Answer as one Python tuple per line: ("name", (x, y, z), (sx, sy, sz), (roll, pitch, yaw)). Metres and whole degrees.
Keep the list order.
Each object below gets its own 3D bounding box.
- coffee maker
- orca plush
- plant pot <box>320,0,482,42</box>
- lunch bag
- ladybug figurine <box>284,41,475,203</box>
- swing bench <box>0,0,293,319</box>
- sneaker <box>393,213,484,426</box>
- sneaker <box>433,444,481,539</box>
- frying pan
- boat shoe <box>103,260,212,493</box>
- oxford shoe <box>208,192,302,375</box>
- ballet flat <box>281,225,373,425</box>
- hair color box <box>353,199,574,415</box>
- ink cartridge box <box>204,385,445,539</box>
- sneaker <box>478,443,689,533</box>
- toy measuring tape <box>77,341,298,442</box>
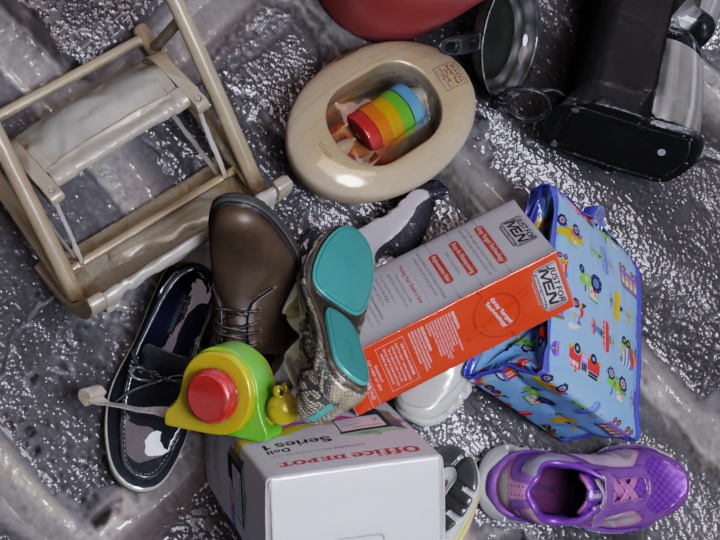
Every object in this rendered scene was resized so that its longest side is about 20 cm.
("coffee maker", (0.240, -0.211, 1.457), (0.191, 0.134, 0.202), (26, 65, -25))
("orca plush", (0.000, 0.000, 1.399), (0.104, 0.071, 0.200), (22, 60, 35))
("plant pot", (0.044, -0.298, 1.397), (0.198, 0.177, 0.203), (4, 75, -15))
("lunch bag", (0.189, 0.030, 1.400), (0.150, 0.093, 0.202), (34, 62, -39))
("ladybug figurine", (0.016, -0.127, 1.406), (0.199, 0.072, 0.136), (-30, 79, -25))
("swing bench", (-0.197, -0.090, 1.311), (0.198, 0.130, 0.202), (-32, 95, -21))
("sneaker", (0.080, 0.039, 1.384), (0.074, 0.081, 0.202), (17, 67, 23))
("sneaker", (0.044, 0.243, 1.344), (0.078, 0.090, 0.201), (38, 91, 19))
("frying pan", (0.114, -0.194, 1.435), (0.190, 0.031, 0.116), (-43, 136, -42))
("boat shoe", (-0.162, 0.084, 1.318), (0.074, 0.062, 0.202), (20, 75, -14))
("oxford shoe", (-0.087, 0.024, 1.263), (0.072, 0.202, 0.085), (5, 46, 12))
("ballet flat", (-0.031, 0.043, 1.227), (0.068, 0.075, 0.201), (37, 29, -24))
("hair color box", (0.063, 0.028, 1.292), (0.198, 0.102, 0.062), (-27, 122, -2))
("ink cartridge box", (-0.033, 0.160, 1.262), (0.143, 0.200, 0.085), (-5, 105, -18))
("sneaker", (0.206, 0.194, 1.393), (0.197, 0.088, 0.082), (2, 85, -17))
("toy measuring tape", (-0.135, 0.086, 1.239), (0.198, 0.074, 0.074), (8, 72, 27))
